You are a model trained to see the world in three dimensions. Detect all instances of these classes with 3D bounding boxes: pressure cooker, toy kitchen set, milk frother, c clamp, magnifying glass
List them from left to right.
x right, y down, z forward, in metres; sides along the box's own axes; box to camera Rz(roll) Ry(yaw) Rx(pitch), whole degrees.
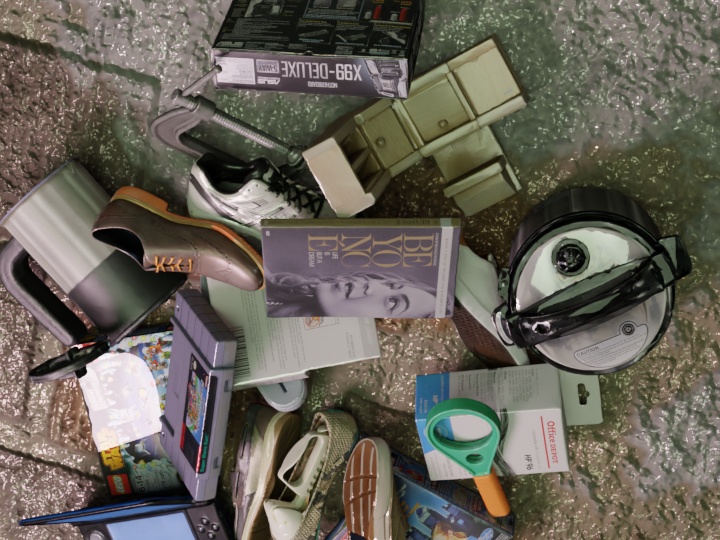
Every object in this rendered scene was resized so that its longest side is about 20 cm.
[{"bbox_3d":[-0.322,0.007,1.429,0.180,0.200,0.188,-42,95,9],"label":"milk frother"},{"bbox_3d":[-0.131,-0.138,1.378,0.171,0.027,0.200,-15,148,43],"label":"c clamp"},{"bbox_3d":[0.082,-0.115,1.350,0.200,0.180,0.163,-27,101,19],"label":"toy kitchen set"},{"bbox_3d":[0.127,0.207,1.429,0.079,0.022,0.200,-11,135,16],"label":"magnifying glass"},{"bbox_3d":[0.234,0.014,1.352,0.178,0.200,0.176,22,106,1],"label":"pressure cooker"}]

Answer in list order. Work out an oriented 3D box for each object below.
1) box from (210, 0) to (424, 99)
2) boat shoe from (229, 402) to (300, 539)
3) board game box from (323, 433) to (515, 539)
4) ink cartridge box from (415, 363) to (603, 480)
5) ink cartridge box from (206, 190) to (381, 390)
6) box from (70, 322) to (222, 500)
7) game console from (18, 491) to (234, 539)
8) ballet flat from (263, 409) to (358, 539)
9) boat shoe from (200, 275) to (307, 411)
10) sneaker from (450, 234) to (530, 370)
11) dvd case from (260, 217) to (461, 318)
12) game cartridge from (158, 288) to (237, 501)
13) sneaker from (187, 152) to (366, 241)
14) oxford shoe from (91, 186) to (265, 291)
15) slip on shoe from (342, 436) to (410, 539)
[{"bbox_3d":[-0.040,-0.243,1.345,0.199,0.158,0.050,4,130,7],"label":"box"},{"bbox_3d":[-0.120,0.242,1.540,0.065,0.073,0.200,28,116,26],"label":"boat shoe"},{"bbox_3d":[0.041,0.300,1.530,0.200,0.062,0.200,42,107,-3],"label":"board game box"},{"bbox_3d":[0.168,0.168,1.449,0.199,0.068,0.116,-6,135,10],"label":"ink cartridge box"},{"bbox_3d":[-0.078,0.019,1.440,0.176,0.045,0.201,-10,78,2],"label":"ink cartridge box"},{"bbox_3d":[-0.253,0.167,1.549,0.137,0.040,0.201,-9,104,12],"label":"box"},{"bbox_3d":[-0.266,0.323,1.530,0.200,0.118,0.171,-13,108,24],"label":"game console"},{"bbox_3d":[-0.069,0.250,1.507,0.075,0.068,0.200,21,93,-42],"label":"ballet flat"},{"bbox_3d":[-0.124,0.074,1.489,0.073,0.067,0.200,-25,78,-2],"label":"boat shoe"},{"bbox_3d":[0.140,0.032,1.441,0.073,0.085,0.200,0,134,51],"label":"sneaker"},{"bbox_3d":[0.000,0.000,1.344,0.199,0.016,0.149,-1,141,-1],"label":"dvd case"},{"bbox_3d":[-0.181,0.137,1.436,0.038,0.130,0.201,-1,116,-24],"label":"game cartridge"},{"bbox_3d":[-0.090,-0.072,1.382,0.199,0.076,0.088,10,134,6],"label":"sneaker"},{"bbox_3d":[-0.191,-0.017,1.388,0.200,0.073,0.071,23,139,14],"label":"oxford shoe"},{"bbox_3d":[0.024,0.282,1.468,0.060,0.076,0.201,-4,98,-31],"label":"slip on shoe"}]
